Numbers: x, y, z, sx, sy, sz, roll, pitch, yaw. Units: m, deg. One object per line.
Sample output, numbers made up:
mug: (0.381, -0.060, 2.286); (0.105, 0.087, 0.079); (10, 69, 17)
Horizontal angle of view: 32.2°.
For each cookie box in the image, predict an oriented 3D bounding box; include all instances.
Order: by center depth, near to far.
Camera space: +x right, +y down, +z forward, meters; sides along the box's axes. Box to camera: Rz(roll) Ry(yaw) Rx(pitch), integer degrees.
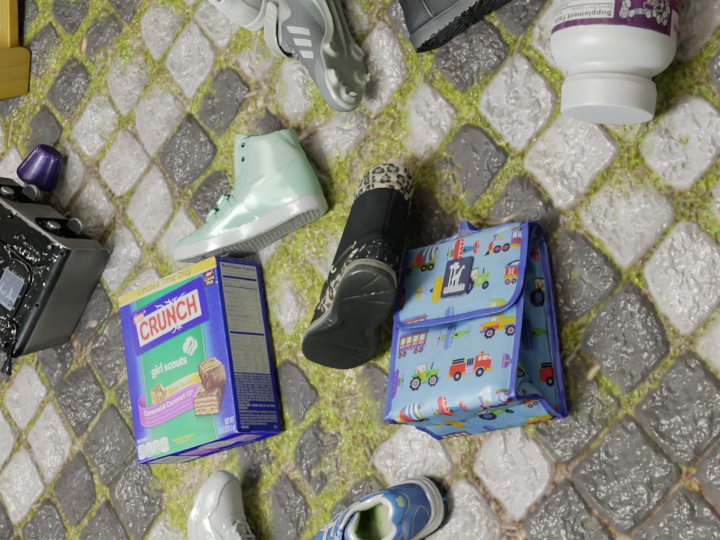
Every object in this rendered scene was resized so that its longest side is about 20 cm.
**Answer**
cookie box: (-0.185, 0.104, 1.416); (0.171, 0.075, 0.201); (-21, 70, 36)

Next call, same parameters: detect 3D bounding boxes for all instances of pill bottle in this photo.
pill bottle: (0.227, -0.236, 1.106); (0.112, 0.112, 0.201); (3, 86, 39)

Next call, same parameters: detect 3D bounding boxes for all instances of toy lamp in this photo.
toy lamp: (-0.457, -0.077, 1.674); (0.058, 0.058, 0.201); (43, 113, 34)

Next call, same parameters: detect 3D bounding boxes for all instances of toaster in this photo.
toaster: (-0.438, 0.002, 1.577); (0.180, 0.119, 0.201); (34, 106, 18)

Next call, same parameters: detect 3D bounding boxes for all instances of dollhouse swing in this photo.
dollhouse swing: (-0.583, -0.311, 1.743); (0.199, 0.181, 0.177); (-2, 103, 39)

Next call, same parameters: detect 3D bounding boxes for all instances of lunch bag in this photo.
lunch bag: (0.109, 0.047, 1.193); (0.150, 0.094, 0.201); (-17, 62, 38)

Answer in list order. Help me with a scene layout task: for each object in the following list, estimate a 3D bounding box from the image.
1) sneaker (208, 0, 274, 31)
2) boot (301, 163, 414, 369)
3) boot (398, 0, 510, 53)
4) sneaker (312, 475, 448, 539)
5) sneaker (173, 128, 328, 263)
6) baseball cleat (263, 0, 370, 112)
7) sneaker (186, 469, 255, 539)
sneaker: (-0.181, -0.362, 1.467); (0.200, 0.088, 0.075); (48, 115, 33)
boot: (0.002, 0.000, 1.282); (0.204, 0.073, 0.154); (118, 167, -55)
boot: (0.073, -0.344, 1.242); (0.164, 0.066, 0.201); (-28, 83, 33)
sneaker: (-0.006, 0.266, 1.249); (0.200, 0.077, 0.076); (-43, 62, 28)
sneaker: (-0.135, -0.085, 1.400); (0.200, 0.074, 0.119); (-24, 76, 24)
baseball cleat: (-0.051, -0.242, 1.369); (0.106, 0.070, 0.201); (-34, 54, 37)
sneaker: (-0.128, 0.317, 1.352); (0.099, 0.078, 0.201); (-3, 91, 32)
